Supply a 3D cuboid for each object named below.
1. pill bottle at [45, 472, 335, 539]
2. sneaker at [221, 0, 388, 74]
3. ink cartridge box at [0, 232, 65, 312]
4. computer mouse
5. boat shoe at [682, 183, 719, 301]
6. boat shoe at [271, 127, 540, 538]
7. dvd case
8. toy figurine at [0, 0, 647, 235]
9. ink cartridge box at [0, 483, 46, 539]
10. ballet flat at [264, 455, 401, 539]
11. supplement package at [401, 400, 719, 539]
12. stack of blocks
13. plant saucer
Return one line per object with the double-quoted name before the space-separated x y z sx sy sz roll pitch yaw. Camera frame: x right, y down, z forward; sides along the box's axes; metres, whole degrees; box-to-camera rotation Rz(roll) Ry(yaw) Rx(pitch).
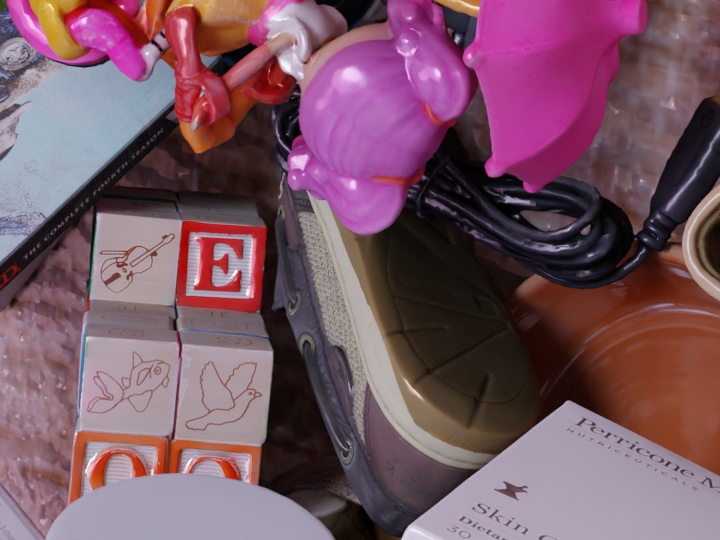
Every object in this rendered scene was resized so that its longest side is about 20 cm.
"pill bottle" -0.055 0.164 0.842 0.113 0.113 0.200 38 131 44
"sneaker" -0.009 -0.149 0.980 0.200 0.075 0.087 -54 44 26
"ink cartridge box" -0.164 -0.066 1.100 0.200 0.146 0.086 -49 59 40
"computer mouse" 0.064 -0.096 0.858 0.140 0.046 0.200 28 88 22
"boat shoe" 0.172 -0.011 0.732 0.200 0.066 0.074 -14 76 39
"boat shoe" 0.001 0.001 0.923 0.066 0.072 0.201 -54 33 28
"dvd case" -0.163 -0.045 0.946 0.146 0.200 0.022 41 162 14
"toy figurine" -0.015 -0.084 0.812 0.184 0.150 0.200 43 114 13
"ink cartridge box" -0.130 0.109 1.040 0.045 0.200 0.176 -39 31 -9
"ballet flat" 0.007 0.098 0.901 0.200 0.067 0.068 9 96 52
"supplement package" 0.095 0.155 0.743 0.200 0.111 0.156 26 113 16
"stack of blocks" -0.065 0.038 0.965 0.200 0.058 0.115 -121 36 -82
"plant saucer" 0.091 0.091 0.874 0.200 0.032 0.201 0 89 52
